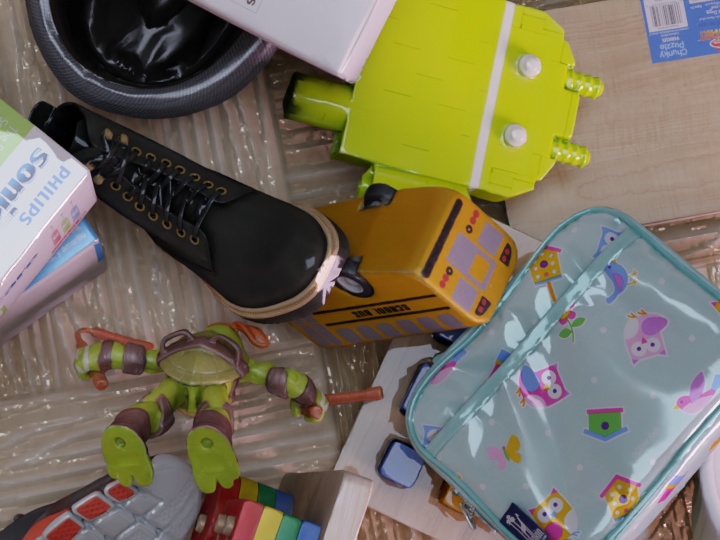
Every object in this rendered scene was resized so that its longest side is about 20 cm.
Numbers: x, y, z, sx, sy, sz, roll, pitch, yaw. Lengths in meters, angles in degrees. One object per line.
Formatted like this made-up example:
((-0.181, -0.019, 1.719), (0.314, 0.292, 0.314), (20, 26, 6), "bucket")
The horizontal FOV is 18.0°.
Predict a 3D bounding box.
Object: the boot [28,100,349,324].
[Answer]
((-0.109, -0.039, 1.348), (0.138, 0.199, 0.078), (35, 79, -36), "boot")

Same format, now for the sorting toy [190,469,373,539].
((-0.075, 0.208, 1.331), (0.069, 0.199, 0.202), (20, 81, -9), "sorting toy")

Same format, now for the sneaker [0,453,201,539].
((-0.191, 0.166, 1.390), (0.199, 0.082, 0.077), (-35, 125, -1), "sneaker")

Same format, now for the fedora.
((-0.119, -0.192, 1.444), (0.176, 0.090, 0.201), (26, 92, 3), "fedora")

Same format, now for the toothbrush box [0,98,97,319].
((-0.272, -0.054, 1.289), (0.199, 0.086, 0.146), (37, 81, 3), "toothbrush box")

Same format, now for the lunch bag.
((0.128, 0.072, 1.331), (0.160, 0.077, 0.200), (42, 90, 16), "lunch bag")

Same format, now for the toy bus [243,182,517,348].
((0.000, 0.000, 1.381), (0.078, 0.199, 0.065), (38, 63, -26), "toy bus")

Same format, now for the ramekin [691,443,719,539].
((0.298, 0.143, 1.395), (0.199, 0.098, 0.202), (2, 61, -3), "ramekin")

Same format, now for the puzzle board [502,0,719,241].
((0.181, -0.104, 1.491), (0.198, 0.017, 0.152), (-10, 82, -6), "puzzle board")

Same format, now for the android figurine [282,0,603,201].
((0.055, -0.115, 1.427), (0.198, 0.041, 0.184), (15, 82, -10), "android figurine")

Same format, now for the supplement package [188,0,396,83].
((-0.067, -0.209, 1.334), (0.199, 0.121, 0.120), (28, 93, 2), "supplement package")

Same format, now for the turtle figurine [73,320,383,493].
((-0.088, 0.071, 1.367), (0.198, 0.162, 0.065), (14, 117, 3), "turtle figurine")

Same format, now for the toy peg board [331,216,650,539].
((0.110, 0.086, 1.408), (0.198, 0.098, 0.201), (25, 85, 0), "toy peg board")

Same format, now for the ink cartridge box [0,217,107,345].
((-0.264, -0.054, 1.397), (0.125, 0.129, 0.201), (-35, 86, -8), "ink cartridge box")
